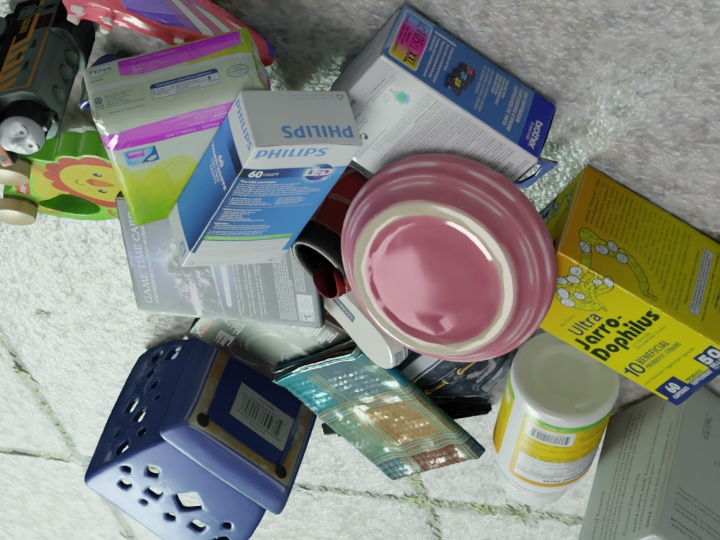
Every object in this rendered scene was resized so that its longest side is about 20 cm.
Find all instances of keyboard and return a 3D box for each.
[{"bbox_3d":[0.039,0.167,1.820,0.199,0.021,0.127,-14,165,39],"label":"keyboard"}]

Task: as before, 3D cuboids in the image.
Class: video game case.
[{"bbox_3d":[-0.138,-0.011,1.629,0.199,0.019,0.143,5,127,15],"label":"video game case"}]

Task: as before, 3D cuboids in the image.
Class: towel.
[{"bbox_3d":[0.018,0.152,1.734,0.200,0.022,0.146,43,140,-24],"label":"towel"}]

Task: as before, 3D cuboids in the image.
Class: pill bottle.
[{"bbox_3d":[0.198,0.162,1.709,0.111,0.111,0.200,17,143,7],"label":"pill bottle"}]

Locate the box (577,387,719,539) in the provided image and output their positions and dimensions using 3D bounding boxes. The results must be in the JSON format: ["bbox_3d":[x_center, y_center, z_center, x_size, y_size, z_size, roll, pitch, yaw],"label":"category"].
[{"bbox_3d":[0.347,0.255,1.673,0.199,0.200,0.131,35,141,-17],"label":"box"}]

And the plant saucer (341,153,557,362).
[{"bbox_3d":[0.071,-0.002,1.440,0.200,0.051,0.201,10,120,18],"label":"plant saucer"}]

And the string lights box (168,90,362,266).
[{"bbox_3d":[-0.087,-0.077,1.437,0.102,0.059,0.200,-3,151,-28],"label":"string lights box"}]

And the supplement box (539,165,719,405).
[{"bbox_3d":[0.250,0.016,1.502,0.200,0.110,0.109,29,143,-9],"label":"supplement box"}]

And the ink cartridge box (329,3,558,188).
[{"bbox_3d":[0.077,-0.124,1.445,0.200,0.077,0.136,34,142,-12],"label":"ink cartridge box"}]

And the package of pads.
[{"bbox_3d":[-0.149,-0.126,1.452,0.154,0.068,0.200,-15,155,-4],"label":"package of pads"}]

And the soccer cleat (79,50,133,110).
[{"bbox_3d":[-0.184,-0.126,1.567,0.200,0.084,0.065,36,139,-18],"label":"soccer cleat"}]

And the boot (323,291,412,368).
[{"bbox_3d":[0.000,0.000,1.653,0.200,0.090,0.073,52,151,8],"label":"boot"}]

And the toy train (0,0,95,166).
[{"bbox_3d":[-0.312,-0.173,1.493,0.114,0.200,0.085,-12,131,17],"label":"toy train"}]

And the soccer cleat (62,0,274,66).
[{"bbox_3d":[-0.166,-0.233,1.450,0.199,0.077,0.067,16,171,-15],"label":"soccer cleat"}]

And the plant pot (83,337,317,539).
[{"bbox_3d":[-0.165,0.188,1.864,0.200,0.200,0.180,37,135,-19],"label":"plant pot"}]

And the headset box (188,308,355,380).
[{"bbox_3d":[-0.061,0.056,1.738,0.199,0.077,0.149,29,143,-10],"label":"headset box"}]

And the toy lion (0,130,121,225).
[{"bbox_3d":[-0.279,-0.094,1.657,0.191,0.069,0.200,10,162,-6],"label":"toy lion"}]

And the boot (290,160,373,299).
[{"bbox_3d":[0.024,-0.004,1.565,0.200,0.145,0.072,36,140,-19],"label":"boot"}]

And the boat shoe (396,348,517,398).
[{"bbox_3d":[0.081,0.112,1.741,0.091,0.071,0.200,31,143,-15],"label":"boat shoe"}]
